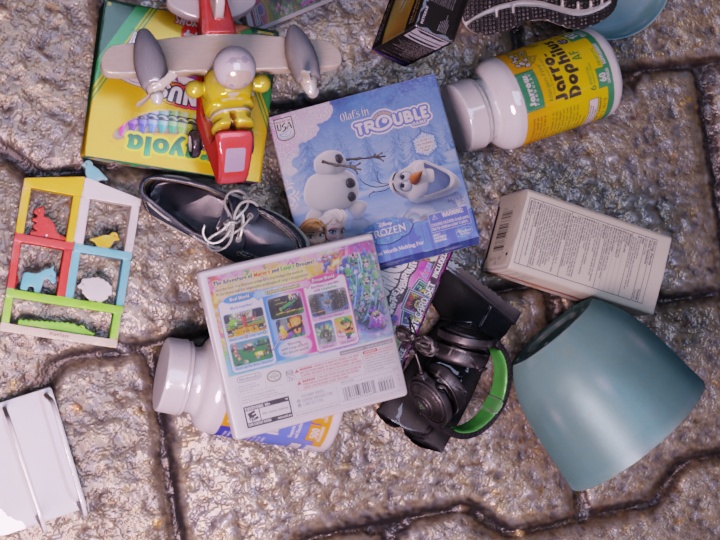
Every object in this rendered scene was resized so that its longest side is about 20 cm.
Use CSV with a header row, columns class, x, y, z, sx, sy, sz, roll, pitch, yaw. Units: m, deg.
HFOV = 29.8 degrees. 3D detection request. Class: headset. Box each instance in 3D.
class,x,y,z,sx,sy,sz,roll,pitch,yaw
headset,0.108,0.115,1.520,0.200,0.094,0.124,39,77,-38

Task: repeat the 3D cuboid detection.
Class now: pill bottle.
class,x,y,z,sx,sy,sz,roll,pitch,yaw
pill bottle,0.201,-0.210,1.615,0.199,0.113,0.113,-19,94,-17
pill bottle,-0.124,0.132,1.503,0.199,0.112,0.113,11,85,-17

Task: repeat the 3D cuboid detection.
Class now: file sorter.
class,x,y,z,sx,sy,sz,roll,pitch,yaw
file sorter,-0.395,0.221,1.410,0.199,0.124,0.139,-17,94,-18

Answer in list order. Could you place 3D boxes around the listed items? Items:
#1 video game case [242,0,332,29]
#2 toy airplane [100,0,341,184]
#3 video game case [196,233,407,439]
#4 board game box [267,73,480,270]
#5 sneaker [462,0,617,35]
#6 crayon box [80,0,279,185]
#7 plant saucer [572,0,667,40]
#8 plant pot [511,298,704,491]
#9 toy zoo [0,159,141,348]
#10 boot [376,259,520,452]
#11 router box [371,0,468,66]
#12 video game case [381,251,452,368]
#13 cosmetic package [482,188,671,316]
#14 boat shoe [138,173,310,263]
class,x,y,z,sx,sy,sz,roll,pitch,yaw
video game case,-0.056,-0.370,1.549,0.199,0.018,0.144,-26,130,-17
toy airplane,-0.142,-0.220,1.432,0.199,0.141,0.200,43,78,-13
video game case,-0.061,0.069,1.457,0.199,0.024,0.183,-13,91,-17
board game box,0.014,-0.102,1.533,0.199,0.043,0.200,-15,77,1
sneaker,0.211,-0.331,1.625,0.199,0.080,0.074,-5,116,-9
crayon box,-0.202,-0.196,1.516,0.199,0.058,0.173,8,86,-17
plant saucer,0.300,-0.386,1.696,0.199,0.027,0.201,0,89,-17
plant pot,0.274,0.132,1.592,0.200,0.201,0.161,-40,90,-14
toy zoo,-0.318,-0.023,1.495,0.131,0.020,0.201,9,85,-17
boot,0.076,0.091,1.598,0.165,0.066,0.200,35,83,-12
router box,0.089,-0.347,1.561,0.052,0.157,0.201,22,82,-16
video game case,0.000,0.000,1.554,0.181,0.036,0.201,23,81,8
cosmetic package,0.261,-0.019,1.641,0.199,0.087,0.104,18,82,-15
boat shoe,-0.151,-0.056,1.492,0.199,0.062,0.075,28,86,8
